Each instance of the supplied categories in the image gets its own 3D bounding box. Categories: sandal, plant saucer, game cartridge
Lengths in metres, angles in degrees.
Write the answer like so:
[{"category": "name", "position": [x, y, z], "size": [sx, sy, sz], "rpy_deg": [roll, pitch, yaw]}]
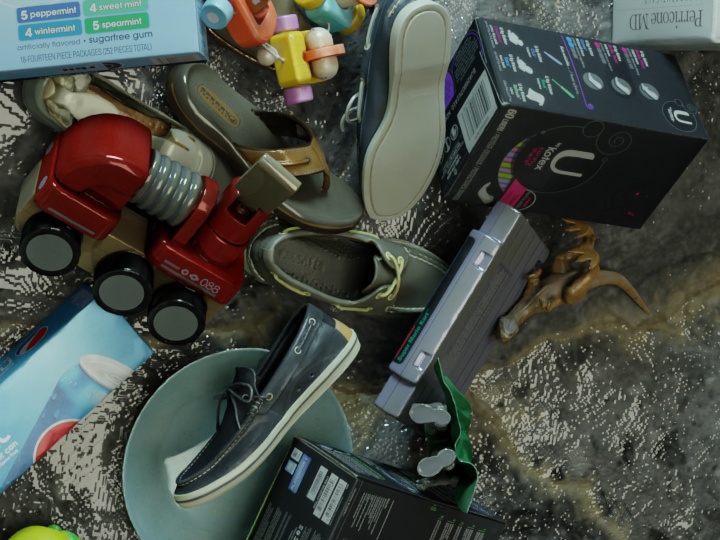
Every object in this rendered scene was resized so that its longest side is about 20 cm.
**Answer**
[{"category": "sandal", "position": [-0.069, -0.104, 1.281], "size": [0.200, 0.082, 0.055], "rpy_deg": [44, 125, -15]}, {"category": "plant saucer", "position": [-0.105, 0.161, 1.325], "size": [0.200, 0.039, 0.202], "rpy_deg": [-3, 97, -21]}, {"category": "game cartridge", "position": [0.087, 0.045, 1.348], "size": [0.200, 0.038, 0.130], "rpy_deg": [-58, 153, -4]}]

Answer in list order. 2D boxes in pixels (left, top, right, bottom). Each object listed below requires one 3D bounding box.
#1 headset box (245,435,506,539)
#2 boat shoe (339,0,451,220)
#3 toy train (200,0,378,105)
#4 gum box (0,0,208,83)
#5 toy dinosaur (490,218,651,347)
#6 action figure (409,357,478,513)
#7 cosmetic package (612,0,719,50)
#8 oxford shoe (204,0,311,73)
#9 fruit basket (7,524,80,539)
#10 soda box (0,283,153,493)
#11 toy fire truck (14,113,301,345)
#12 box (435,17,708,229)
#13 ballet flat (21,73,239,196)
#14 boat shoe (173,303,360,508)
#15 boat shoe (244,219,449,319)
[{"category": "headset box", "position": [0.006, 0.252, 1.320], "size": [0.200, 0.093, 0.175], "rpy_deg": [22, 93, -41]}, {"category": "boat shoe", "position": [0.026, -0.137, 1.298], "size": [0.075, 0.062, 0.201], "rpy_deg": [-15, 128, -25]}, {"category": "toy train", "position": [-0.045, -0.219, 1.231], "size": [0.150, 0.055, 0.200], "rpy_deg": [64, 36, -28]}, {"category": "gum box", "position": [-0.207, -0.248, 1.174], "size": [0.169, 0.045, 0.201], "rpy_deg": [-5, 87, 3]}, {"category": "toy dinosaur", "position": [0.190, 0.009, 1.408], "size": [0.200, 0.060, 0.106], "rpy_deg": [-16, 142, -33]}, {"category": "action figure", "position": [0.069, 0.140, 1.288], "size": [0.054, 0.200, 0.119], "rpy_deg": [-7, 81, 6]}, {"category": "cosmetic package", "position": [0.331, -0.293, 1.376], "size": [0.164, 0.165, 0.201], "rpy_deg": [-2, 96, -22]}, {"category": "oxford shoe", "position": [-0.104, -0.229, 1.254], "size": [0.200, 0.075, 0.071], "rpy_deg": [42, 80, -22]}, {"category": "fruit basket", "position": [-0.280, 0.293, 1.213], "size": [0.215, 0.216, 0.156], "rpy_deg": [-10, 101, -21]}, {"category": "soda box", "position": [-0.262, 0.103, 1.240], "size": [0.200, 0.064, 0.068], "rpy_deg": [-43, 110, -11]}, {"category": "toy fire truck", "position": [-0.140, -0.054, 1.182], "size": [0.176, 0.129, 0.200], "rpy_deg": [32, 119, -24]}, {"category": "box", "position": [0.171, -0.122, 1.338], "size": [0.199, 0.106, 0.122], "rpy_deg": [6, 139, -23]}, {"category": "ballet flat", "position": [-0.175, -0.101, 1.248], "size": [0.200, 0.064, 0.068], "rpy_deg": [30, 84, -23]}, {"category": "boat shoe", "position": [-0.085, 0.107, 1.268], "size": [0.062, 0.075, 0.200], "rpy_deg": [47, 74, -15]}, {"category": "boat shoe", "position": [-0.001, 0.003, 1.335], "size": [0.201, 0.060, 0.072], "rpy_deg": [12, 92, -23]}]
